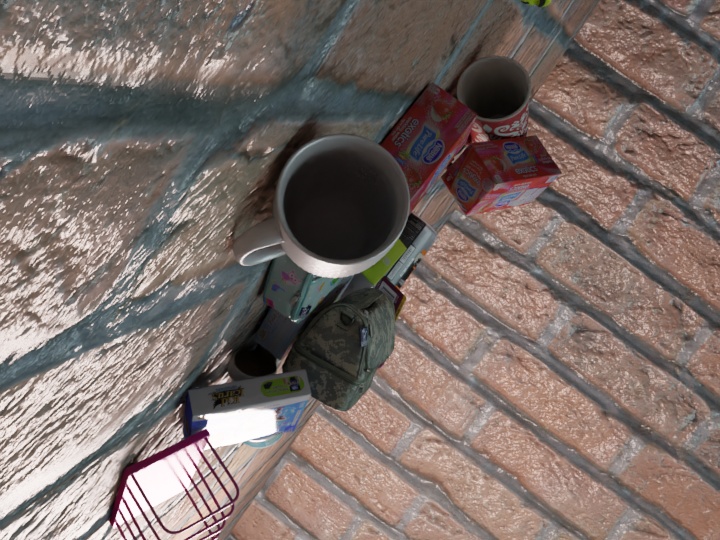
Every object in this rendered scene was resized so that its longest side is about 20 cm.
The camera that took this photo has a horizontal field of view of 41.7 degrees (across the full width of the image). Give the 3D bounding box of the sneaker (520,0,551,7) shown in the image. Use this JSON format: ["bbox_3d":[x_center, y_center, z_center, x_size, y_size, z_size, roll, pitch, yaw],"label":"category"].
[{"bbox_3d":[0.282,-0.496,1.483,0.200,0.074,0.084,86,13,-74],"label":"sneaker"}]

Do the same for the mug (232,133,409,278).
[{"bbox_3d":[-0.053,-0.054,1.097,0.200,0.148,0.175,-22,174,-10],"label":"mug"}]

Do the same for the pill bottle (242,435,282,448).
[{"bbox_3d":[-0.196,0.277,1.805,0.111,0.111,0.200,-52,173,-14],"label":"pill bottle"}]

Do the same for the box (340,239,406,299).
[{"bbox_3d":[0.000,0.000,1.773,0.200,0.048,0.122,-28,-164,50],"label":"box"}]

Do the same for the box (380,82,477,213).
[{"bbox_3d":[0.089,-0.185,1.514,0.200,0.095,0.100,-52,172,-16],"label":"box"}]

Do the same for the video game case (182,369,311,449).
[{"bbox_3d":[-0.182,0.223,1.478,0.181,0.046,0.200,-8,156,-16],"label":"video game case"}]

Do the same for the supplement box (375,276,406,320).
[{"bbox_3d":[-0.022,0.103,1.876,0.200,0.103,0.131,-38,-165,36],"label":"supplement box"}]

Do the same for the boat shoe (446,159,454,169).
[{"bbox_3d":[0.121,-0.219,1.670,0.201,0.072,0.061,-9,122,-69],"label":"boat shoe"}]

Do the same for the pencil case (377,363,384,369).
[{"bbox_3d":[-0.042,0.122,1.742,0.087,0.200,0.088,-20,115,-50],"label":"pencil case"}]

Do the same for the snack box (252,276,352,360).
[{"bbox_3d":[-0.078,0.034,1.588,0.169,0.068,0.200,-58,173,34],"label":"snack box"}]

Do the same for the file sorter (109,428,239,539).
[{"bbox_3d":[-0.279,0.362,1.436,0.139,0.125,0.200,-23,156,-34],"label":"file sorter"}]

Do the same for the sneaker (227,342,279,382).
[{"bbox_3d":[-0.182,0.176,1.558,0.085,0.073,0.200,-57,174,7],"label":"sneaker"}]

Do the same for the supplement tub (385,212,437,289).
[{"bbox_3d":[0.057,-0.030,1.961,0.200,0.122,0.123,-53,173,-1],"label":"supplement tub"}]

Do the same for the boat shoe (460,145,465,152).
[{"bbox_3d":[0.216,-0.304,1.905,0.068,0.072,0.200,-54,177,-41],"label":"boat shoe"}]

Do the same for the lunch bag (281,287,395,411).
[{"bbox_3d":[-0.022,0.117,1.562,0.168,0.139,0.200,-65,169,15],"label":"lunch bag"}]

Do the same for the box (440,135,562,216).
[{"bbox_3d":[0.261,-0.176,1.745,0.200,0.095,0.103,-13,155,-42],"label":"box"}]

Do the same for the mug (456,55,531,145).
[{"bbox_3d":[0.236,-0.297,1.784,0.200,0.177,0.134,57,42,-68],"label":"mug"}]

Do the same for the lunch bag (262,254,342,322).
[{"bbox_3d":[-0.057,-0.024,1.396,0.200,0.077,0.160,-48,171,-39],"label":"lunch bag"}]
